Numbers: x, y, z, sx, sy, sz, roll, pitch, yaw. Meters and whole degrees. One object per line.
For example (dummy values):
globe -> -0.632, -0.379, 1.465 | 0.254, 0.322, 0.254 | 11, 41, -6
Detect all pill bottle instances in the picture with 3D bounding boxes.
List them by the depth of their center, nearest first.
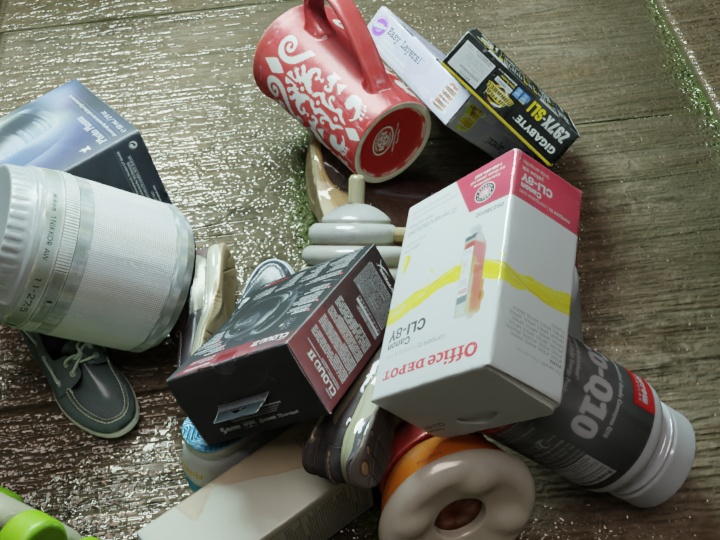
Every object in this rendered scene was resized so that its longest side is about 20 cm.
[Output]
pill bottle -> 0.195, 0.128, 0.816 | 0.199, 0.114, 0.114 | 29, 53, -17

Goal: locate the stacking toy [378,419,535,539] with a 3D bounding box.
stacking toy -> 0.064, 0.168, 0.859 | 0.145, 0.147, 0.200 | -16, 36, -7

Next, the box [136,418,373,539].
box -> -0.091, 0.226, 0.831 | 0.200, 0.095, 0.078 | -31, 55, -19

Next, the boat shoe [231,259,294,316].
boat shoe -> -0.109, 0.060, 0.973 | 0.071, 0.068, 0.201 | 6, 54, 9

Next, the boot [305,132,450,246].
boot -> 0.024, -0.096, 1.095 | 0.165, 0.073, 0.201 | -5, 50, -14

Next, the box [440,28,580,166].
box -> 0.168, -0.200, 1.021 | 0.160, 0.049, 0.200 | 40, 18, -4

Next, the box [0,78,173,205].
box -> -0.360, -0.104, 1.061 | 0.198, 0.124, 0.200 | -35, 43, -19

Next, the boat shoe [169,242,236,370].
boat shoe -> -0.177, 0.059, 0.984 | 0.064, 0.072, 0.201 | -8, 54, 14

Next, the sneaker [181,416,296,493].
sneaker -> -0.085, 0.156, 0.897 | 0.199, 0.081, 0.077 | -15, 41, -32

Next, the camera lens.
camera lens -> -0.279, -0.010, 0.920 | 0.199, 0.160, 0.161 | 17, 43, -35

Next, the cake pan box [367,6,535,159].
cake pan box -> 0.109, -0.219, 1.101 | 0.052, 0.184, 0.200 | -47, 57, 15

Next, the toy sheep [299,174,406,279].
toy sheep -> 0.000, 0.000, 0.962 | 0.137, 0.138, 0.201 | -1, 89, 5

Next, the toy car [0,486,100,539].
toy car -> -0.339, 0.291, 0.780 | 0.164, 0.158, 0.201 | 15, 67, 30

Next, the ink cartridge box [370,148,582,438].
ink cartridge box -> 0.097, 0.022, 0.756 | 0.083, 0.145, 0.201 | 29, 57, -27

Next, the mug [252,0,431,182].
mug -> -0.026, -0.211, 1.042 | 0.133, 0.178, 0.200 | -40, 58, -2

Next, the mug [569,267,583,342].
mug -> 0.139, 0.036, 0.917 | 0.186, 0.153, 0.150 | 17, 57, 17

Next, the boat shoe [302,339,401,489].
boat shoe -> 0.001, 0.110, 0.813 | 0.073, 0.075, 0.200 | 0, 27, 20

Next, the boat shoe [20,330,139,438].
boat shoe -> -0.306, 0.097, 0.965 | 0.073, 0.062, 0.200 | -35, 58, -20

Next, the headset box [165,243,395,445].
headset box -> -0.066, 0.070, 0.821 | 0.148, 0.077, 0.200 | -20, 18, 33
